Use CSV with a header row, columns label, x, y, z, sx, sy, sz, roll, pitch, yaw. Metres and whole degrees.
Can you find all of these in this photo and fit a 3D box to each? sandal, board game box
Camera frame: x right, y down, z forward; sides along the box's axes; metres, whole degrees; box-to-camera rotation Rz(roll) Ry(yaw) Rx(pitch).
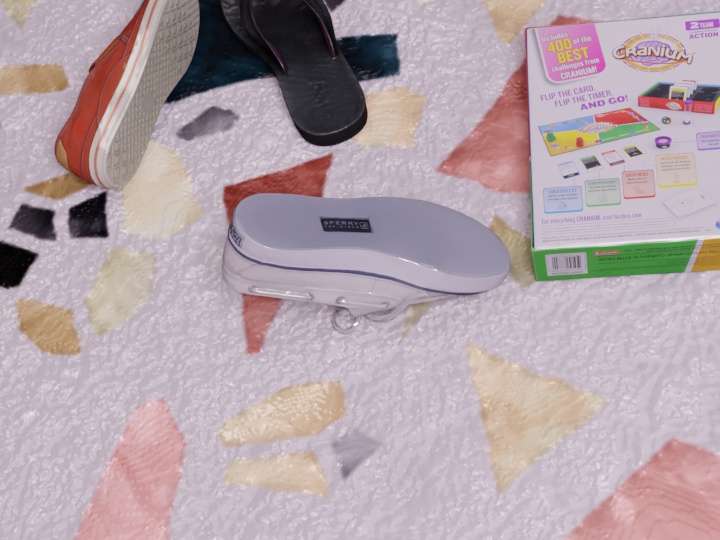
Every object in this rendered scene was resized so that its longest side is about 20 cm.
label,x,y,z,sx,sy,sz,roll,pitch,yaw
sandal,-0.051,-0.183,1.211,0.075,0.048,0.201,-27,57,-7
board game box,0.195,-0.091,1.106,0.152,0.040,0.201,-3,57,9

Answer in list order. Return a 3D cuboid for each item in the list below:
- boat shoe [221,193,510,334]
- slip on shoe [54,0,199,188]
label,x,y,z,sx,sy,sz,roll,pitch,yaw
boat shoe,0.000,0.004,1.067,0.200,0.086,0.075,3,47,-22
slip on shoe,-0.179,-0.155,1.208,0.061,0.074,0.201,12,65,21
